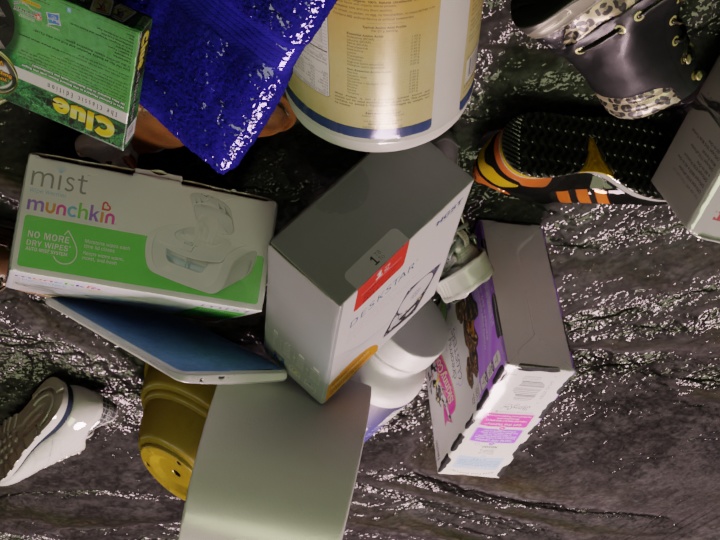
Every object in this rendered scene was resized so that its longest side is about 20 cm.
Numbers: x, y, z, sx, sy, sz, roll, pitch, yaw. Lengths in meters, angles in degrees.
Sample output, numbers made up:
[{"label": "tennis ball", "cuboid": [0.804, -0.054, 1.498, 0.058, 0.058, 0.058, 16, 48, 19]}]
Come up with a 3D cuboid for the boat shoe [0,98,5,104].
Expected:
[{"label": "boat shoe", "cuboid": [-0.331, -0.124, 0.844, 0.198, 0.075, 0.068, -28, 131, 24]}]

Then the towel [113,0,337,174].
[{"label": "towel", "cuboid": [-0.100, -0.169, 0.692, 0.148, 0.049, 0.200, 44, 135, 6]}]

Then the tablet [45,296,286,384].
[{"label": "tablet", "cuboid": [-0.172, 0.060, 0.955, 0.129, 0.199, 0.014, 6, 102, -50]}]

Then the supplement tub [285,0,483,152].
[{"label": "supplement tub", "cuboid": [0.014, -0.197, 0.738, 0.142, 0.146, 0.201, -3, 141, -3]}]

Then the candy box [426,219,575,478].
[{"label": "candy box", "cuboid": [0.127, 0.081, 1.073, 0.070, 0.169, 0.201, 6, 140, -14]}]

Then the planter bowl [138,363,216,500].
[{"label": "planter bowl", "cuboid": [-0.175, 0.189, 1.162, 0.199, 0.084, 0.202, 25, 144, 19]}]

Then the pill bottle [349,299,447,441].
[{"label": "pill bottle", "cuboid": [-0.002, 0.103, 1.124, 0.118, 0.121, 0.200, 18, 135, -26]}]

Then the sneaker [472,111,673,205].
[{"label": "sneaker", "cuboid": [0.193, -0.092, 0.964, 0.197, 0.071, 0.090, 6, 166, -23]}]

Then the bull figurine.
[{"label": "bull figurine", "cuboid": [-0.146, -0.136, 0.841, 0.197, 0.066, 0.122, -5, 139, 22]}]

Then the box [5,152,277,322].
[{"label": "box", "cuboid": [-0.188, -0.023, 0.913, 0.197, 0.098, 0.176, 11, 172, -19]}]

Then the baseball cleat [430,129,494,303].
[{"label": "baseball cleat", "cuboid": [0.080, -0.045, 0.965, 0.069, 0.106, 0.201, -37, 152, -17]}]

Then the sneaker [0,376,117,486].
[{"label": "sneaker", "cuboid": [-0.359, 0.196, 1.242, 0.080, 0.077, 0.199, 19, 138, -40]}]

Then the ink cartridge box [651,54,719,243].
[{"label": "ink cartridge box", "cuboid": [0.351, -0.120, 0.879, 0.143, 0.084, 0.202, 11, 122, -20]}]

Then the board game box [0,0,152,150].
[{"label": "board game box", "cuboid": [-0.236, -0.159, 0.713, 0.198, 0.024, 0.105, 23, 134, -1]}]

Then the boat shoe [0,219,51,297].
[{"label": "boat shoe", "cuboid": [-0.339, -0.009, 0.990, 0.199, 0.069, 0.072, 26, 130, -34]}]

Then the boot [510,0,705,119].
[{"label": "boot", "cuboid": [0.233, -0.203, 0.817, 0.202, 0.074, 0.153, -25, 140, 29]}]

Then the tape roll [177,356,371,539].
[{"label": "tape roll", "cuboid": [-0.077, 0.191, 1.000, 0.137, 0.204, 0.204, 14, 140, 0]}]

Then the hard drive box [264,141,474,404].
[{"label": "hard drive box", "cuboid": [0.000, 0.000, 0.895, 0.156, 0.077, 0.201, -43, 164, -23]}]
